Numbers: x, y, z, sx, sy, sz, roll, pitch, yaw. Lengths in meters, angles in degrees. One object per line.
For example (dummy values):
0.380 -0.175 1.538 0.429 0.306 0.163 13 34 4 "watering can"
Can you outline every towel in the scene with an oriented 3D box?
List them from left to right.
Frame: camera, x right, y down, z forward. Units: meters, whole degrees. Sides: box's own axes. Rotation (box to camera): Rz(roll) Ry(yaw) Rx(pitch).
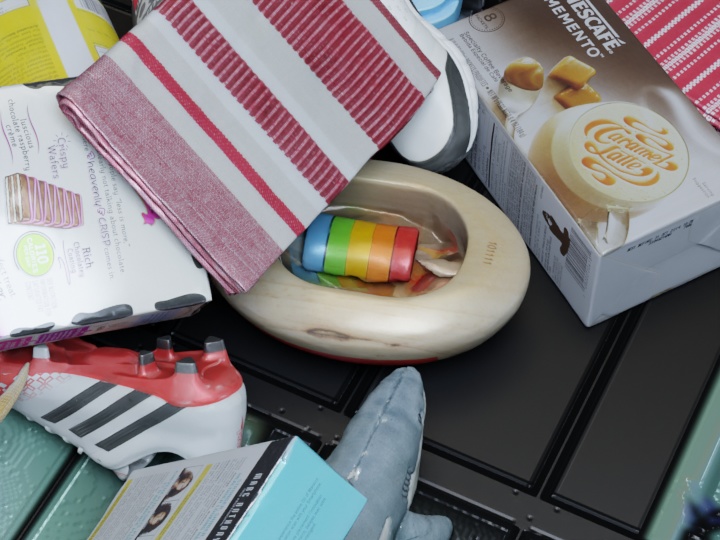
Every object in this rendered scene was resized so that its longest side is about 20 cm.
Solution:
-0.056 -0.099 0.964 0.144 0.023 0.200 49 58 -11 "towel"
0.213 -0.180 1.192 0.200 0.022 0.145 38 61 22 "towel"

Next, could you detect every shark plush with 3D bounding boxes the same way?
-0.025 0.128 0.907 0.091 0.083 0.200 31 40 25 "shark plush"

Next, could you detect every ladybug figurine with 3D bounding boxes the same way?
0.000 0.000 1.033 0.200 0.072 0.136 12 55 9 "ladybug figurine"

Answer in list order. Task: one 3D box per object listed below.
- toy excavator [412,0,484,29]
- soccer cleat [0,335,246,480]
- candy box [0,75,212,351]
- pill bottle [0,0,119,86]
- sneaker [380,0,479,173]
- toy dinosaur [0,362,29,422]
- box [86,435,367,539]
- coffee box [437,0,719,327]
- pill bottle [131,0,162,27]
0.038 -0.252 1.135 0.100 0.200 0.195 10 55 7 "toy excavator"
-0.153 0.075 0.987 0.200 0.085 0.069 5 19 26 "soccer cleat"
-0.193 -0.027 0.938 0.200 0.061 0.136 -10 83 -17 "candy box"
-0.183 -0.085 1.072 0.112 0.112 0.200 -19 56 -12 "pill bottle"
0.003 -0.147 1.060 0.080 0.074 0.200 -10 71 -59 "sneaker"
-0.249 0.133 0.925 0.200 0.058 0.101 -32 79 1 "toy dinosaur"
-0.080 0.137 0.863 0.049 0.200 0.082 42 63 -16 "box"
0.139 -0.079 1.083 0.114 0.080 0.200 -23 57 -15 "coffee box"
-0.087 -0.150 1.093 0.111 0.111 0.200 -9 31 -6 "pill bottle"
